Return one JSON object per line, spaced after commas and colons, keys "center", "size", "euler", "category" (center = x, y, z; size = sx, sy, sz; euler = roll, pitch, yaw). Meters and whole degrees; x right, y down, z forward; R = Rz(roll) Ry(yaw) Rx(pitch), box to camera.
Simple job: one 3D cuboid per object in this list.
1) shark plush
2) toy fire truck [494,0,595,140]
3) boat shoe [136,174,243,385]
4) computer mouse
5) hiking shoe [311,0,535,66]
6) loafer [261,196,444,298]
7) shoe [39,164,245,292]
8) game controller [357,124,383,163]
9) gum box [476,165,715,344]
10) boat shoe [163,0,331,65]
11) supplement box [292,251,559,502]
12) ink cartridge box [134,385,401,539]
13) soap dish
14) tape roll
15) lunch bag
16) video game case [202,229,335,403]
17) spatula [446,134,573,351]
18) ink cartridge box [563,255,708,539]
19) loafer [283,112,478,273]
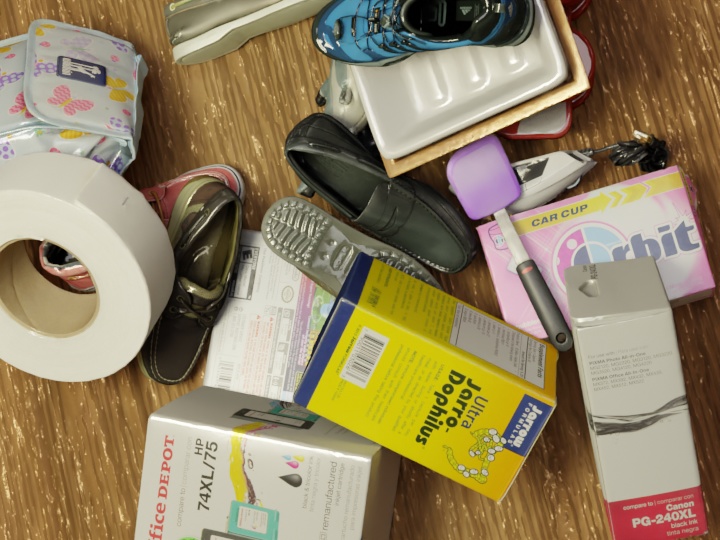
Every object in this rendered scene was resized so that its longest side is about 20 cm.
{"center": [-0.009, -0.163, 1.464], "size": [0.083, 0.090, 0.202], "euler": [14, 95, 51], "category": "shark plush"}
{"center": [0.129, -0.219, 1.421], "size": [0.166, 0.112, 0.203], "euler": [0, 91, 8], "category": "toy fire truck"}
{"center": [-0.158, 0.014, 1.449], "size": [0.073, 0.065, 0.202], "euler": [8, 100, -30], "category": "boat shoe"}
{"center": [0.178, -0.083, 1.420], "size": [0.198, 0.110, 0.044], "euler": [-14, 88, 19], "category": "computer mouse"}
{"center": [0.039, -0.211, 1.277], "size": [0.198, 0.086, 0.075], "euler": [-5, 90, 28], "category": "hiking shoe"}
{"center": [0.000, 0.000, 1.425], "size": [0.199, 0.070, 0.075], "euler": [38, 90, -3], "category": "loafer"}
{"center": [-0.205, -0.044, 1.476], "size": [0.199, 0.091, 0.072], "euler": [-28, 77, 5], "category": "shoe"}
{"center": [0.053, -0.196, 1.487], "size": [0.104, 0.042, 0.201], "euler": [29, 87, 28], "category": "game controller"}
{"center": [0.216, -0.009, 1.407], "size": [0.198, 0.066, 0.115], "euler": [-17, 79, 8], "category": "gum box"}
{"center": [-0.095, -0.260, 1.501], "size": [0.200, 0.072, 0.061], "euler": [-21, 83, 10], "category": "boat shoe"}
{"center": [0.058, 0.089, 1.340], "size": [0.198, 0.109, 0.110], "euler": [26, 113, -1], "category": "supplement box"}
{"center": [-0.079, 0.199, 1.374], "size": [0.198, 0.146, 0.148], "euler": [9, 98, 12], "category": "ink cartridge box"}
{"center": [0.089, -0.189, 1.346], "size": [0.199, 0.081, 0.159], "euler": [-22, 82, 25], "category": "soap dish"}
{"center": [-0.267, -0.002, 1.391], "size": [0.200, 0.071, 0.204], "euler": [8, 124, 12], "category": "tape roll"}
{"center": [-0.300, -0.143, 1.463], "size": [0.198, 0.128, 0.171], "euler": [-12, 42, 7], "category": "lunch bag"}
{"center": [-0.052, 0.071, 1.467], "size": [0.180, 0.023, 0.202], "euler": [8, 82, 11], "category": "video game case"}
{"center": [0.137, -0.020, 1.376], "size": [0.056, 0.021, 0.202], "euler": [-26, 78, 8], "category": "spatula"}
{"center": [0.228, 0.105, 1.309], "size": [0.082, 0.145, 0.202], "euler": [-10, 107, 7], "category": "ink cartridge box"}
{"center": [0.015, -0.060, 1.393], "size": [0.200, 0.071, 0.068], "euler": [37, 125, -3], "category": "loafer"}
